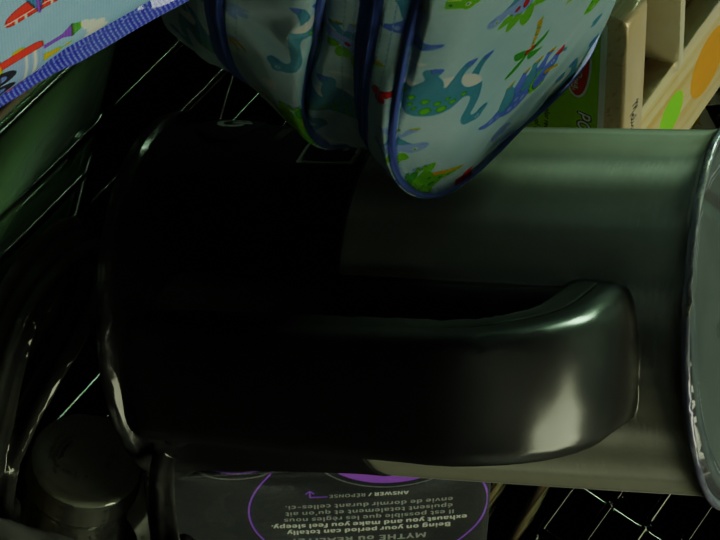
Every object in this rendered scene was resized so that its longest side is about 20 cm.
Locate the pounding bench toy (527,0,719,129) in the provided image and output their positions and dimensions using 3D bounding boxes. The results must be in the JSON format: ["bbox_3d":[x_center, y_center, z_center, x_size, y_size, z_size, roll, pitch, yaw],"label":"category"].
[{"bbox_3d":[0.073,-0.137,0.969,0.156,0.124,0.200,-51,155,-31],"label":"pounding bench toy"}]

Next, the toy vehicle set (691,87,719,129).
[{"bbox_3d":[0.101,-0.034,1.151,0.199,0.124,0.027,-3,-143,45],"label":"toy vehicle set"}]

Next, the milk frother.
[{"bbox_3d":[0.021,0.062,0.877,0.181,0.187,0.201,-56,142,-53],"label":"milk frother"}]

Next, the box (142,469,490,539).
[{"bbox_3d":[-0.016,0.080,1.067,0.200,0.122,0.106,91,-3,-55],"label":"box"}]

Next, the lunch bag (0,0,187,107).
[{"bbox_3d":[-0.107,-0.060,0.513,0.200,0.094,0.151,-44,169,-16],"label":"lunch bag"}]

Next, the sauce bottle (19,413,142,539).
[{"bbox_3d":[-0.116,0.125,1.081,0.066,0.066,0.200,-49,164,-37],"label":"sauce bottle"}]

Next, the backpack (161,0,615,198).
[{"bbox_3d":[0.013,-0.114,0.783,0.163,0.154,0.200,-49,-179,-32],"label":"backpack"}]

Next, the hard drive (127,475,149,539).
[{"bbox_3d":[-0.062,0.045,1.195,0.200,0.025,0.132,-59,170,10],"label":"hard drive"}]

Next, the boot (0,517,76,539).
[{"bbox_3d":[-0.133,0.122,0.878,0.096,0.073,0.200,-52,150,1],"label":"boot"}]

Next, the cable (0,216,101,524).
[{"bbox_3d":[-0.136,0.070,0.941,0.097,0.050,0.201,-23,136,-43],"label":"cable"}]
